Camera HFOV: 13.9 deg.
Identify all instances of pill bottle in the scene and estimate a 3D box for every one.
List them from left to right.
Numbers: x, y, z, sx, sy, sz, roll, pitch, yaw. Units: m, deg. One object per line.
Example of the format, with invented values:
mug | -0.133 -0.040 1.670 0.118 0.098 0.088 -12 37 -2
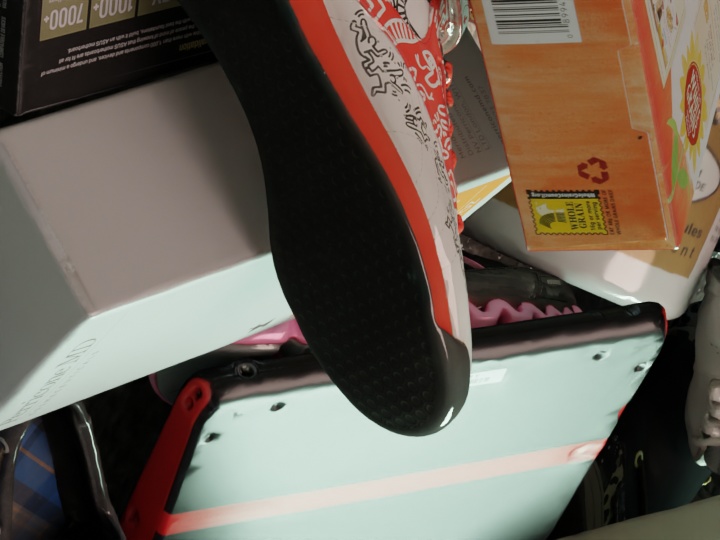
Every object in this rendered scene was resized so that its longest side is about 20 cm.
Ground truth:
pill bottle | 0.120 -0.091 1.219 0.114 0.114 0.200 17 97 -54

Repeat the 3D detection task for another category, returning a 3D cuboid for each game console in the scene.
game console | 0.006 0.075 1.145 0.200 0.031 0.177 -9 146 -25

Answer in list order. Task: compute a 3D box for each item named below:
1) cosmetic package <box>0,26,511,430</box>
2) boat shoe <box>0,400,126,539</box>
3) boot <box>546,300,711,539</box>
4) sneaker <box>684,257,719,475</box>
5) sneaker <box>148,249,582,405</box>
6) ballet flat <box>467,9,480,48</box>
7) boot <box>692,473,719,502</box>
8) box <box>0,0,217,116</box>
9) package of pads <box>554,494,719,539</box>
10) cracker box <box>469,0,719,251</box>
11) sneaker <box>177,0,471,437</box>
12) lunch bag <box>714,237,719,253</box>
cosmetic package | -0.049 -0.020 0.997 0.200 0.071 0.101 -20 166 -38
boat shoe | -0.113 0.105 1.086 0.070 0.066 0.200 -36 136 -34
boot | 0.129 0.124 1.403 0.154 0.073 0.204 -37 138 -37
sneaker | 0.175 0.047 1.274 0.200 0.074 0.087 50 59 -78
sneaker | 0.000 0.000 1.131 0.200 0.095 0.079 3 147 -39
ballet flat | 0.074 -0.113 1.144 0.200 0.064 0.076 -53 169 14
boot | 0.207 0.139 1.521 0.200 0.068 0.131 -58 150 -6
box | -0.061 -0.158 0.971 0.200 0.086 0.164 -21 126 -44
package of pads | 0.164 0.166 1.286 0.200 0.068 0.155 -15 136 8
cracker box | 0.089 -0.119 0.998 0.200 0.058 0.134 -68 151 -47
sneaker | 0.013 -0.057 0.939 0.108 0.067 0.201 -31 101 -43
lunch bag | 0.213 -0.093 1.320 0.200 0.132 0.136 -71 165 13
